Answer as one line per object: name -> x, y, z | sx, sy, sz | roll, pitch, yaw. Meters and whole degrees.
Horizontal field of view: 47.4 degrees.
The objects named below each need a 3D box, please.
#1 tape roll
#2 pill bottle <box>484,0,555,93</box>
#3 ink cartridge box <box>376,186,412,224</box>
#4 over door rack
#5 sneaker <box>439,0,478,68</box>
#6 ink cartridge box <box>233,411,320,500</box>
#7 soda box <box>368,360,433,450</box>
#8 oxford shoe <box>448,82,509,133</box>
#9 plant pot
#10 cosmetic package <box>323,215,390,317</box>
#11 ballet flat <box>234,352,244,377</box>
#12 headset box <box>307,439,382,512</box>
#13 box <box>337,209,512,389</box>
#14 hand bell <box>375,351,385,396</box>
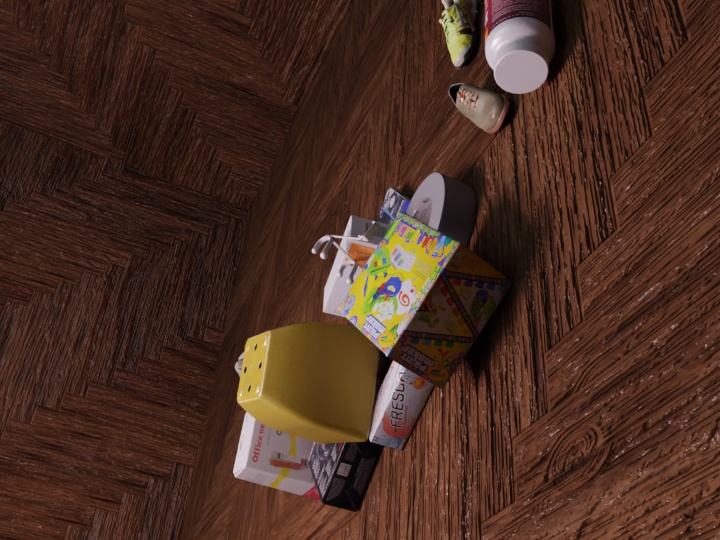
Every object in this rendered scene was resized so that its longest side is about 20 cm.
tape roll -> 0.133, -0.072, 1.486 | 0.200, 0.065, 0.203 | -162, 90, -75
pill bottle -> 0.257, -0.387, 1.329 | 0.113, 0.112, 0.202 | 128, 155, -49
ink cartridge box -> 0.080, -0.112, 1.755 | 0.200, 0.039, 0.100 | -130, 60, -71
over door rack -> 0.009, -0.005, 1.433 | 0.067, 0.148, 0.199 | -55, 21, -23
sneaker -> 0.199, -0.502, 1.717 | 0.076, 0.076, 0.202 | -50, 28, 48
ink cartridge box -> -0.145, 0.370, 1.684 | 0.083, 0.198, 0.147 | 132, 152, -53
soda box -> 0.076, 0.200, 1.381 | 0.069, 0.063, 0.202 | -110, 41, -66
oxford shoe -> 0.206, -0.295, 1.465 | 0.200, 0.074, 0.071 | -123, 55, -70
plant pot -> -0.104, 0.189, 1.451 | 0.194, 0.198, 0.198 | -23, 55, 58
cosmetic package -> 0.000, 0.000, 1.585 | 0.072, 0.100, 0.201 | -88, 14, -48
ballet flat -> -0.380, 0.315, 2.758 | 0.068, 0.072, 0.201 | -89, 23, -45
headset box -> -0.034, 0.341, 1.570 | 0.200, 0.074, 0.150 | -137, 67, -72
box -> 0.092, 0.039, 1.261 | 0.194, 0.121, 0.200 | -56, 29, 2
hand bell -> 0.031, 0.205, 1.525 | 0.105, 0.103, 0.201 | -64, 29, 24
